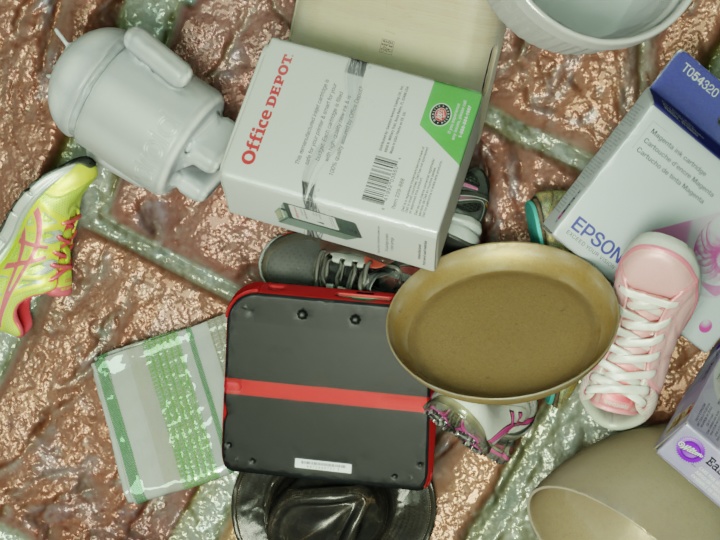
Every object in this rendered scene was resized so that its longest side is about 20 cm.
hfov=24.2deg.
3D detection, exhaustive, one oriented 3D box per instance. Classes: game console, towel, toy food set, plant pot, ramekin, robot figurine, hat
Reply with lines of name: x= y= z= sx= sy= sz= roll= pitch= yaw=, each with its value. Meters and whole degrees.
game console: x=-0.028 y=0.104 z=1.524 sx=0.198 sy=0.031 sz=0.178 roll=5 pitch=104 yaw=11
towel: x=-0.145 y=0.124 z=1.597 sx=0.199 sy=0.031 sz=0.150 roll=-18 pitch=79 yaw=6
toy food set: x=0.029 y=-0.210 z=1.555 sx=0.199 sy=0.060 sz=0.144 roll=15 pitch=107 yaw=8
plant pot: x=0.266 y=0.215 z=1.493 sx=0.200 sy=0.200 sz=0.135 roll=42 pitch=67 yaw=3
ramekin: x=0.193 y=-0.284 z=1.470 sx=0.199 sy=0.105 sz=0.202 roll=2 pitch=84 yaw=-15
robot figurine: x=-0.206 y=-0.148 z=1.555 sx=0.199 sy=0.113 sz=0.170 roll=33 pitch=132 yaw=5
hat: x=-0.031 y=0.227 z=1.572 sx=0.199 sy=0.081 sz=0.202 roll=0 pitch=93 yaw=8
plant pot: x=0.122 y=0.048 z=1.434 sx=0.198 sy=0.201 sz=0.028 roll=-4 pitch=130 yaw=8

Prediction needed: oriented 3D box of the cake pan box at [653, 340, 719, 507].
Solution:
cake pan box: x=0.365 y=0.156 z=1.466 sx=0.184 sy=0.200 sz=0.052 roll=43 pitch=127 yaw=3

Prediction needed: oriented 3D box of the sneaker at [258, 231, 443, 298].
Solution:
sneaker: x=0.000 y=0.000 z=1.553 sx=0.198 sy=0.082 sz=0.078 roll=6 pitch=94 yaw=7

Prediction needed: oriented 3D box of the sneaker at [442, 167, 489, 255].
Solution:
sneaker: x=0.029 y=-0.082 z=1.559 sx=0.199 sy=0.080 sz=0.087 roll=21 pitch=74 yaw=7

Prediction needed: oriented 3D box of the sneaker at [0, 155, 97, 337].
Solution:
sneaker: x=-0.299 y=-0.021 z=1.600 sx=0.090 sy=0.078 sz=0.200 roll=40 pitch=109 yaw=4

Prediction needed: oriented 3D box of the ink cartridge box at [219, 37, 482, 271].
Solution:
ink cartridge box: x=-0.007 y=-0.104 z=1.482 sx=0.199 sy=0.084 sz=0.147 roll=16 pitch=69 yaw=8

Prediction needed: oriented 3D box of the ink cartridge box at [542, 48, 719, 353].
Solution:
ink cartridge box: x=0.297 y=-0.059 z=1.497 sx=0.196 sy=0.043 sz=0.200 roll=35 pitch=99 yaw=-17

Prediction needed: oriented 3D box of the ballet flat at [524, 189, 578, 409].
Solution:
ballet flat: x=0.194 y=0.025 z=1.541 sx=0.070 sy=0.071 sz=0.202 roll=-6 pitch=93 yaw=8

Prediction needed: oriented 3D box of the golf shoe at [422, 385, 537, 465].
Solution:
golf shoe: x=0.112 y=0.114 z=1.489 sx=0.072 sy=0.200 sz=0.092 roll=36 pitch=91 yaw=17

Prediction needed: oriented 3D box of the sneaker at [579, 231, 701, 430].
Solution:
sneaker: x=0.242 y=0.064 z=1.460 sx=0.075 sy=0.201 sz=0.105 roll=18 pitch=51 yaw=8
